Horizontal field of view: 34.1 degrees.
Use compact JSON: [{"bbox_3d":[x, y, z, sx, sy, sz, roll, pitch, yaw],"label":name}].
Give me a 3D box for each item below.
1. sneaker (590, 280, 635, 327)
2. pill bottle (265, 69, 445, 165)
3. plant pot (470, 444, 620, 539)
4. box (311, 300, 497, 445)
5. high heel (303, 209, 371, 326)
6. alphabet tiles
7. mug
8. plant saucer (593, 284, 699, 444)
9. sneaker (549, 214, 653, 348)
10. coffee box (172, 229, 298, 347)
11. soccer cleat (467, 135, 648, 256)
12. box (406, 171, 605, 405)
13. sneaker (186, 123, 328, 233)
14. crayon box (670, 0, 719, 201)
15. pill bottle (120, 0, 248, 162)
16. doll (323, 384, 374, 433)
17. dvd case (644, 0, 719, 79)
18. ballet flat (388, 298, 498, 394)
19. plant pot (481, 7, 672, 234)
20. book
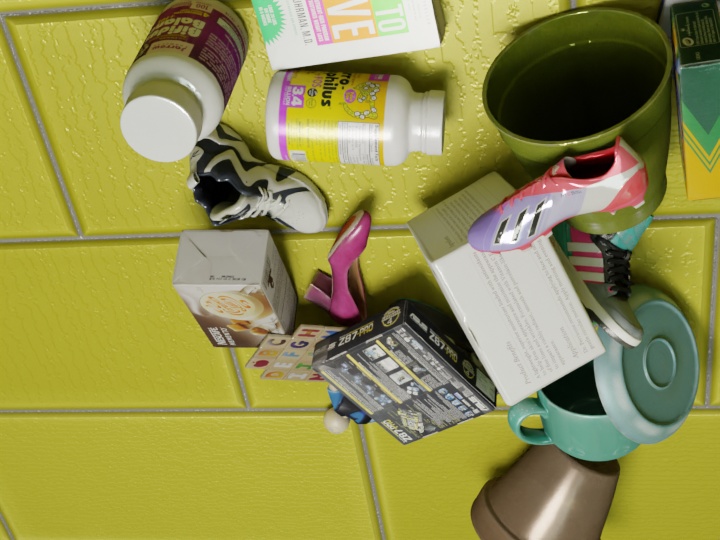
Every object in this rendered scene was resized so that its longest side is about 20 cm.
[{"bbox_3d":[0.264,0.056,1.529,0.199,0.078,0.085,-23,154,19],"label":"sneaker"},{"bbox_3d":[-0.003,-0.174,1.349,0.199,0.104,0.105,3,130,6],"label":"pill bottle"},{"bbox_3d":[0.283,0.325,1.679,0.200,0.200,0.175,23,113,-10],"label":"plant pot"},{"bbox_3d":[0.059,0.140,1.545,0.161,0.049,0.200,-29,124,31],"label":"box"},{"bbox_3d":[0.000,0.000,1.517,0.096,0.068,0.200,29,144,-2],"label":"high heel"},{"bbox_3d":[-0.048,0.116,1.599,0.199,0.006,0.166,5,150,-24],"label":"alphabet tiles"},{"bbox_3d":[0.297,0.176,1.560,0.184,0.152,0.115,2,132,17],"label":"mug"},{"bbox_3d":[0.367,0.117,1.471,0.200,0.200,0.027,46,150,-26],"label":"plant saucer"},{"bbox_3d":[0.306,-0.017,1.398,0.121,0.200,0.084,-40,157,23],"label":"sneaker"},{"bbox_3d":[-0.156,0.027,1.511,0.114,0.080,0.200,1,154,9],"label":"coffee box"},{"bbox_3d":[0.191,-0.076,1.187,0.199,0.067,0.077,-18,129,26],"label":"soccer cleat"},{"bbox_3d":[0.165,0.016,1.374,0.130,0.200,0.199,-29,108,2],"label":"box"},{"bbox_3d":[-0.130,-0.081,1.431,0.199,0.130,0.079,40,126,-23],"label":"sneaker"},{"bbox_3d":[0.363,-0.166,1.246,0.051,0.126,0.201,-6,129,14],"label":"crayon box"},{"bbox_3d":[-0.196,-0.209,1.289,0.112,0.200,0.113,5,130,6],"label":"pill bottle"},{"bbox_3d":[0.013,0.177,1.670,0.136,0.049,0.200,25,137,-29],"label":"doll"},{"bbox_3d":[0.395,-0.287,1.239,0.150,0.025,0.201,8,131,3],"label":"dvd case"},{"bbox_3d":[0.120,0.109,1.588,0.200,0.073,0.073,33,127,-17],"label":"ballet flat"},{"bbox_3d":[0.255,-0.147,1.287,0.200,0.201,0.193,-10,139,18],"label":"plant pot"},{"bbox_3d":[-0.018,-0.300,1.290,0.199,0.048,0.134,-6,124,17],"label":"book"}]
